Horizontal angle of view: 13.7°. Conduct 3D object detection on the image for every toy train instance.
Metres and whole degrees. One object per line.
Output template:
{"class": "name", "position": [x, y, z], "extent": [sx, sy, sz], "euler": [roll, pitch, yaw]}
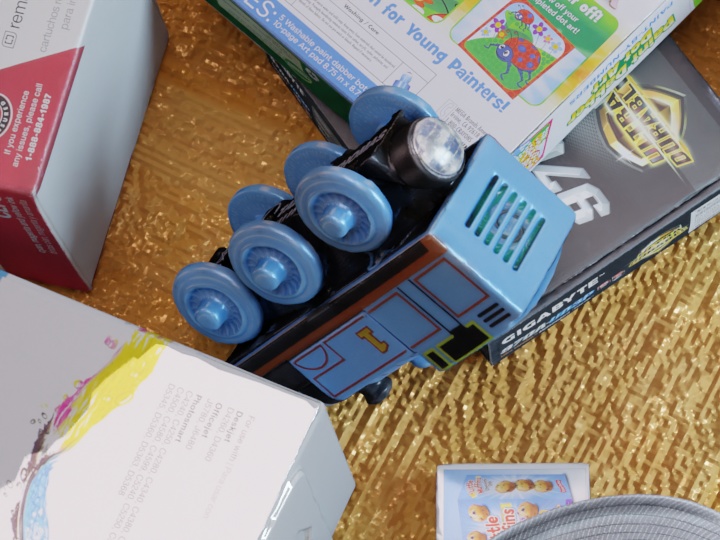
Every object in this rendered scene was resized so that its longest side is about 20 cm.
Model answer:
{"class": "toy train", "position": [0.000, 0.000, 1.341], "extent": [0.114, 0.200, 0.087], "euler": [42, 49, -10]}

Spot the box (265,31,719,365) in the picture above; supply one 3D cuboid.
{"class": "box", "position": [0.071, -0.079, 1.427], "extent": [0.159, 0.046, 0.200], "euler": [-33, 71, -6]}

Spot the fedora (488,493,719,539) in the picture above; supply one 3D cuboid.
{"class": "fedora", "position": [0.122, 0.177, 1.294], "extent": [0.200, 0.090, 0.177], "euler": [-10, 74, -10]}

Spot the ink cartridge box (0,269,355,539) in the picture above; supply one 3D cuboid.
{"class": "ink cartridge box", "position": [-0.125, 0.105, 1.334], "extent": [0.200, 0.147, 0.146], "euler": [21, 75, 13]}

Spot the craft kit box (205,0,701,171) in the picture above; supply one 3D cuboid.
{"class": "craft kit box", "position": [0.047, -0.153, 1.408], "extent": [0.200, 0.049, 0.198], "euler": [42, 81, 19]}

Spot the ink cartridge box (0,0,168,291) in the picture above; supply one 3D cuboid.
{"class": "ink cartridge box", "position": [-0.213, -0.097, 1.410], "extent": [0.200, 0.145, 0.145], "euler": [12, 74, 10]}

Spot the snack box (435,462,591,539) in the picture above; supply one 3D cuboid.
{"class": "snack box", "position": [0.070, 0.186, 1.351], "extent": [0.072, 0.024, 0.200], "euler": [-1, 72, 4]}
